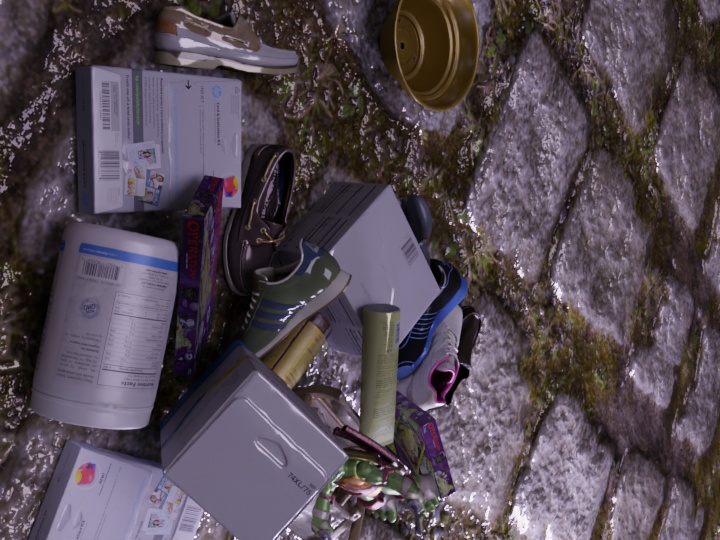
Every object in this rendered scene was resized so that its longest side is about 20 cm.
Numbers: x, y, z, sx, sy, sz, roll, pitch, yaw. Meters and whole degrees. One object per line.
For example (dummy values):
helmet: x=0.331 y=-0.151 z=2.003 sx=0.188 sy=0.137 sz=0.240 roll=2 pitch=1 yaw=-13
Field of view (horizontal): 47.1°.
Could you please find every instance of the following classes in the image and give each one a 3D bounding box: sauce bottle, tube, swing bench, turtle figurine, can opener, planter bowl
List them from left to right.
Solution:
sauce bottle: x=-0.116 y=0.139 z=1.114 sx=0.201 sy=0.064 sz=0.065 roll=-52 pitch=129 yaw=-25
swing bench: x=-0.064 y=0.292 z=1.149 sx=0.200 sy=0.129 sz=0.201 roll=55 pitch=53 yaw=-35
turtle figurine: x=0.017 y=0.307 z=1.042 sx=0.144 sy=0.200 sz=0.193 roll=-51 pitch=142 yaw=10
tube: x=0.024 y=0.148 z=1.119 sx=0.057 sy=0.052 sz=0.202 roll=0 pitch=101 yaw=-8
can opener: x=0.091 y=-0.026 z=1.310 sx=0.053 sy=0.066 sz=0.201 roll=-44 pitch=130 yaw=-33
planter bowl: x=0.088 y=-0.340 z=1.241 sx=0.199 sy=0.083 sz=0.203 roll=-9 pitch=102 yaw=-45

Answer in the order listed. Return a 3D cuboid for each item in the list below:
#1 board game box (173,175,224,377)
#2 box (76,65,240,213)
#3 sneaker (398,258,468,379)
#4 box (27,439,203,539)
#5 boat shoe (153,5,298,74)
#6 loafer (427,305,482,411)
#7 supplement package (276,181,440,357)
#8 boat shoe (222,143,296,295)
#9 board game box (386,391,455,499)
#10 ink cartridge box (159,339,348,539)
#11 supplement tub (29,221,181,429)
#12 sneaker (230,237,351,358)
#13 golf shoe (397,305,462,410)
board game box: x=-0.186 y=0.006 z=0.951 sx=0.032 sy=0.120 sz=0.202 roll=6 pitch=118 yaw=-6
box: x=-0.228 y=-0.148 z=0.959 sx=0.199 sy=0.041 sz=0.158 roll=-8 pitch=102 yaw=-45
sneaker: x=0.084 y=0.073 z=1.293 sx=0.078 sy=0.070 sz=0.201 roll=35 pitch=88 yaw=-36
box: x=-0.283 y=0.301 z=0.978 sx=0.199 sy=0.041 sz=0.157 roll=30 pitch=74 yaw=-45
boat shoe: x=-0.155 y=-0.276 z=1.002 sx=0.199 sy=0.074 sz=0.069 roll=-7 pitch=107 yaw=-45
loafer: x=0.164 y=0.154 z=1.403 sx=0.073 sy=0.071 sz=0.201 roll=44 pitch=65 yaw=-40
supplement package: x=0.000 y=0.000 z=1.179 sx=0.156 sy=0.110 sz=0.201 roll=-49 pitch=128 yaw=-29
boat shoe: x=-0.127 y=-0.065 z=1.073 sx=0.071 sy=0.059 sz=0.202 roll=14 pitch=86 yaw=-47
board game box: x=0.067 y=0.238 z=1.212 sx=0.032 sy=0.200 sz=0.121 roll=-27 pitch=112 yaw=-16
ink cartridge box: x=-0.130 y=0.195 z=0.956 sx=0.147 sy=0.200 sz=0.146 roll=45 pitch=83 yaw=-13
supplement tub: x=-0.271 y=0.057 z=0.890 sx=0.131 sy=0.131 sz=0.202 roll=13 pitch=87 yaw=-46
sneaker: x=-0.112 y=0.036 z=1.056 sx=0.090 sy=0.200 sz=0.067 roll=48 pitch=17 yaw=-16
golf shoe: x=0.131 y=0.138 z=1.316 sx=0.075 sy=0.091 sz=0.201 roll=39 pitch=62 yaw=-28
